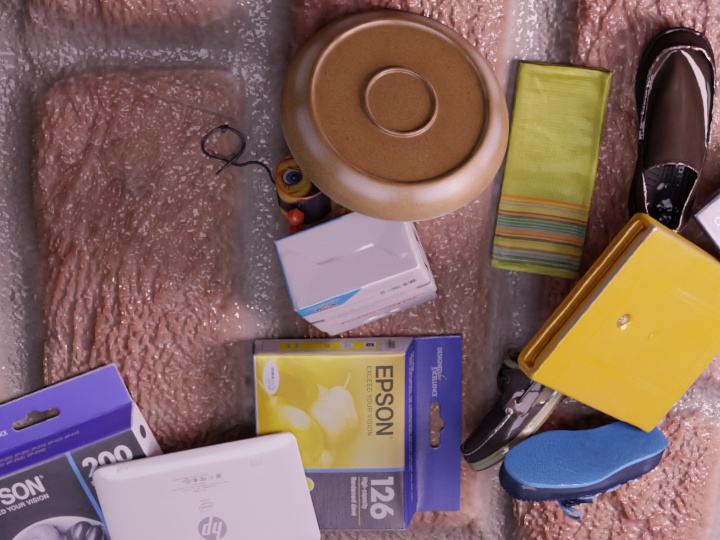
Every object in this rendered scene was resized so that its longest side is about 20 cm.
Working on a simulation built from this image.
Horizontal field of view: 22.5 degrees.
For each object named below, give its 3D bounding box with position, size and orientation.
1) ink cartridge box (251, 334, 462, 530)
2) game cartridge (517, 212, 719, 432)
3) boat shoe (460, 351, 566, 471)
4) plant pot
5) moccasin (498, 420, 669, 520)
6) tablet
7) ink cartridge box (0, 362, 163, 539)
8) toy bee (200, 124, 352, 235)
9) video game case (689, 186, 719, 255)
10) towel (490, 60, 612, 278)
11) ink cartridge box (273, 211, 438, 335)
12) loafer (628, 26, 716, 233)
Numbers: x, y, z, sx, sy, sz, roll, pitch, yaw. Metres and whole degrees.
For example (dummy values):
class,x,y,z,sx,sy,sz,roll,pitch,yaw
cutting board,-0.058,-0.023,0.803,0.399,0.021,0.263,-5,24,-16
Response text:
class,x,y,z,sx,sy,sz,roll,pitch,yaw
ink cartridge box,-0.001,0.158,1.738,0.198,0.047,0.199,0,114,2
game cartridge,0.257,0.051,1.642,0.199,0.032,0.177,25,108,-46
boat shoe,0.159,0.102,1.702,0.066,0.072,0.201,42,103,-12
plant pot,0.032,-0.138,1.532,0.199,0.201,0.028,12,157,-6
moccasin,0.210,0.193,1.697,0.199,0.081,0.068,-4,134,-34
tablet,-0.147,0.227,1.740,0.198,0.014,0.131,-11,116,4
ink cartridge box,-0.286,0.211,1.762,0.197,0.043,0.201,-21,112,10
toy bee,-0.032,-0.073,1.592,0.199,0.109,0.131,-18,138,17
video game case,0.411,-0.063,1.625,0.200,0.019,0.143,-40,110,2
towel,0.172,-0.088,1.638,0.085,0.018,0.201,5,115,-3
ink cartridge box,0.000,0.000,1.611,0.115,0.200,0.067,-20,80,4
loafer,0.280,-0.114,1.597,0.072,0.071,0.201,0,115,0
